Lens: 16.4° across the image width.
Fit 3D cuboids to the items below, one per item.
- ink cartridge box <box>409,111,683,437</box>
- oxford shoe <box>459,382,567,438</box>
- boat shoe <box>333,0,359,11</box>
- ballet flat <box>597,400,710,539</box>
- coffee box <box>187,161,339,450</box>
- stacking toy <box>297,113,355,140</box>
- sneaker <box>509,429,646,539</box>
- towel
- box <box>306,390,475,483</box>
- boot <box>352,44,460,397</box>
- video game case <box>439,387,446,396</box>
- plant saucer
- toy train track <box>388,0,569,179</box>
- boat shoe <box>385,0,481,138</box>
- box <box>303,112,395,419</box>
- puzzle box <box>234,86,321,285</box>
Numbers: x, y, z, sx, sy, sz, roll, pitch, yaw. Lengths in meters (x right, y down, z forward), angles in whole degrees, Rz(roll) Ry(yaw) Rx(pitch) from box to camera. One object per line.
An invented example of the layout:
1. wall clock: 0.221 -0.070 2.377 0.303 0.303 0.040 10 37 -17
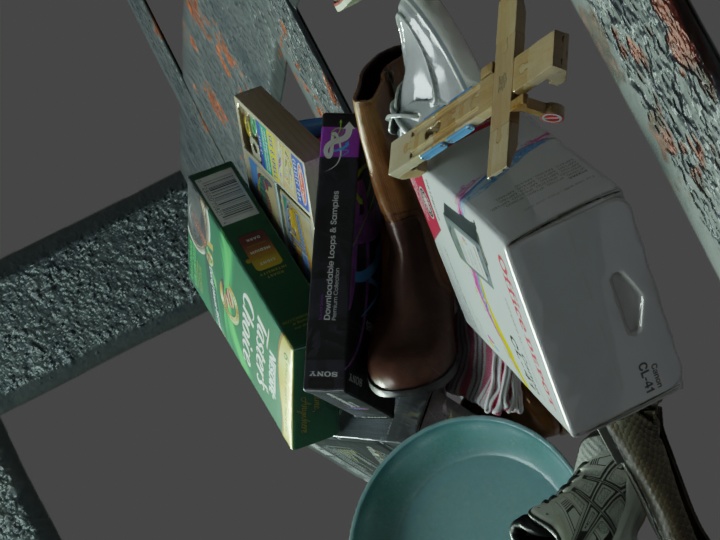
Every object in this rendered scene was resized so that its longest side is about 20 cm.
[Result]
1. ink cartridge box: 0.112 -0.007 1.571 0.148 0.085 0.200 68 172 -25
2. oxford shoe: 0.117 0.109 1.947 0.072 0.071 0.200 64 170 5
3. boat shoe: 0.008 -0.220 1.594 0.063 0.071 0.200 51 167 1
4. ballet flat: 0.211 0.157 1.622 0.201 0.046 0.067 61 -174 -3
5. coffee box: -0.076 0.026 1.916 0.200 0.044 0.123 57 157 35
6. stacking toy: -0.006 -0.018 1.948 0.116 0.109 0.201 104 155 -52
7. sneaker: 0.145 0.167 1.670 0.201 0.087 0.076 -80 9 -54
8. towel: 0.083 0.029 1.886 0.200 0.030 0.148 -164 70 -79
9. box: 0.060 0.150 1.968 0.200 0.049 0.158 33 158 -36
10. boot: 0.031 -0.033 1.738 0.189 0.068 0.201 -60 -35 -53
11. video game case: 0.049 0.011 1.978 0.200 0.023 0.183 79 -172 -62
12. plant saucer: 0.086 0.207 1.815 0.201 0.200 0.036 60 -162 24
13. toy train track: 0.077 -0.095 1.504 0.200 0.032 0.116 -31 49 57
14. boat shoe: 0.054 -0.098 1.699 0.072 0.068 0.201 52 166 53
15. box: 0.000 0.000 1.808 0.143 0.036 0.202 33 -120 -71
16. puzzle box: -0.046 -0.025 1.892 0.133 0.025 0.201 44 148 53
